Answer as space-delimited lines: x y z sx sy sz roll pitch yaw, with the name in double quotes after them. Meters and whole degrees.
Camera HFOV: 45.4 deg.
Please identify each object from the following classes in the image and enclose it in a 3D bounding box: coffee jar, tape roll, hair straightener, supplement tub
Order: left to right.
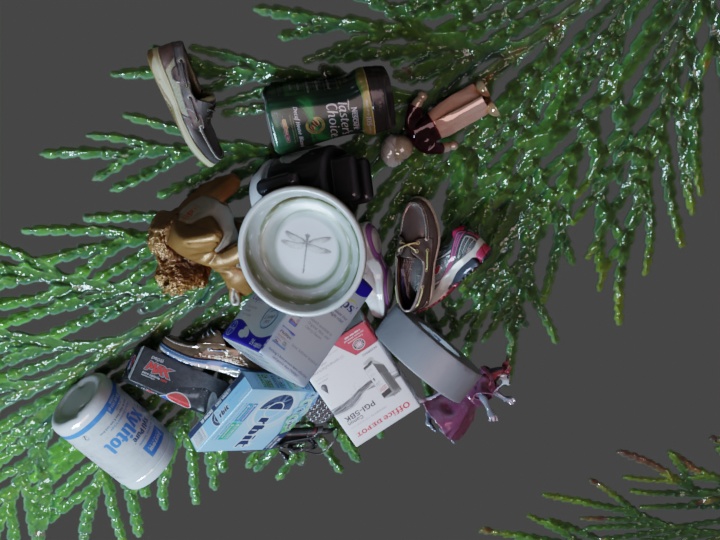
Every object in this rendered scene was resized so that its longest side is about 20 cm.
-0.452 0.296 1.585 0.132 0.132 0.200 -34 121 12 "supplement tub"
-0.142 0.342 1.725 0.199 0.041 0.077 -6 123 -11 "hair straightener"
-0.047 -0.251 1.336 0.199 0.085 0.105 -13 123 -2 "coffee jar"
0.121 0.146 1.538 0.200 0.200 0.066 37 94 -27 "tape roll"

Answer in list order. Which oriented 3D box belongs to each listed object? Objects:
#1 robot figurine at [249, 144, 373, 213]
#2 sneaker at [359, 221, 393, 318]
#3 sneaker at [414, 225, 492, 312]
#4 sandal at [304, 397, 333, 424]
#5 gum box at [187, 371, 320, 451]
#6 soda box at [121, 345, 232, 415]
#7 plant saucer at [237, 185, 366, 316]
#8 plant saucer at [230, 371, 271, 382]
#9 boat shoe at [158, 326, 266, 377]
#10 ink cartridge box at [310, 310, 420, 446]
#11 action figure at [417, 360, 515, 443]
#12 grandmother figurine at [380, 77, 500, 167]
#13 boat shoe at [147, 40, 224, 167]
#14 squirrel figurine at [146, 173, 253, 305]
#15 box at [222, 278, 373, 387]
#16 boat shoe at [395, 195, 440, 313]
-0.080 -0.131 1.360 0.199 0.125 0.150 -9 137 29 "robot figurine"
0.000 0.000 1.522 0.099 0.075 0.201 -6 125 17 "sneaker"
0.149 0.001 1.540 0.075 0.081 0.200 48 120 8 "sneaker"
-0.028 0.214 1.648 0.200 0.048 0.075 -36 107 11 "sandal"
-0.187 0.260 1.570 0.170 0.045 0.200 -48 148 19 "gum box"
-0.328 0.208 1.574 0.200 0.063 0.071 28 71 -23 "soda box"
-0.084 -0.032 1.300 0.199 0.050 0.201 3 104 13 "plant saucer"
-0.149 0.182 1.625 0.199 0.027 0.201 -4 123 -6 "plant saucer"
-0.262 0.141 1.558 0.199 0.072 0.073 16 93 -5 "boat shoe"
-0.004 0.196 1.572 0.147 0.083 0.200 -33 105 2 "ink cartridge box"
0.219 0.244 1.701 0.149 0.134 0.200 44 96 15 "action figure"
0.118 -0.235 1.391 0.200 0.061 0.121 -32 113 8 "grandmother figurine"
-0.252 -0.252 1.311 0.066 0.072 0.201 -20 118 10 "boat shoe"
-0.249 -0.029 1.434 0.199 0.142 0.187 -16 134 17 "squirrel figurine"
-0.107 0.070 1.426 0.105 0.184 0.200 42 75 -24 "box"
0.093 -0.026 1.483 0.072 0.059 0.201 9 107 27 "boat shoe"
